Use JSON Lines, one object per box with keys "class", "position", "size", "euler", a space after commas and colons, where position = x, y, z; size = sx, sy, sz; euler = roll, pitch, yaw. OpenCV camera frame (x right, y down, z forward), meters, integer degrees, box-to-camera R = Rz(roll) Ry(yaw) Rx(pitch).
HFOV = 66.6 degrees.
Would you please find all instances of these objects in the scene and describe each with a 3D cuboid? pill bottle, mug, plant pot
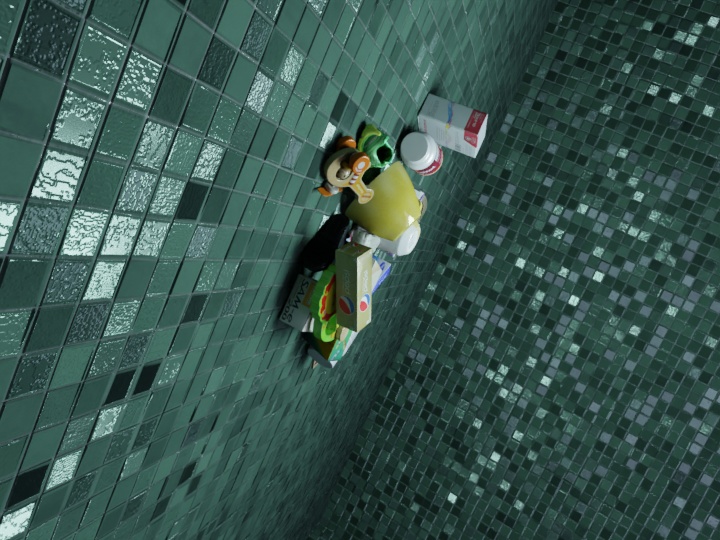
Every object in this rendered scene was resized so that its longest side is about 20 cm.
{"class": "pill bottle", "position": [-0.073, 0.195, 1.708], "size": [0.201, 0.112, 0.114], "euler": [-56, 164, -28]}
{"class": "mug", "position": [0.097, -0.136, 1.582], "size": [0.189, 0.151, 0.149], "euler": [-65, 161, 10]}
{"class": "pill bottle", "position": [0.185, -0.360, 1.680], "size": [0.115, 0.112, 0.200], "euler": [-66, 164, 9]}
{"class": "plant pot", "position": [0.077, -0.164, 1.441], "size": [0.200, 0.142, 0.200], "euler": [-43, 177, -3]}

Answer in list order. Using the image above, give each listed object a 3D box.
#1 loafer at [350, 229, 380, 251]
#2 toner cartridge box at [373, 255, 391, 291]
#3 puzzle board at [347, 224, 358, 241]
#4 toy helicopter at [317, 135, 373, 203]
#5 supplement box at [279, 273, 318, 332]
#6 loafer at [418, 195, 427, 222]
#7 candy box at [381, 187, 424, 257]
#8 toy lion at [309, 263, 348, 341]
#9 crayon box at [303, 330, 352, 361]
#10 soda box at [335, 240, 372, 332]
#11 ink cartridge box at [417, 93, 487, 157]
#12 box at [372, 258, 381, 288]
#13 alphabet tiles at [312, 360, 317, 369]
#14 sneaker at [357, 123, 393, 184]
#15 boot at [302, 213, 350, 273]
{"class": "loafer", "position": [0.008, -0.068, 1.456], "size": [0.200, 0.069, 0.071], "euler": [-7, 118, -77]}
{"class": "toner cartridge box", "position": [0.015, 0.025, 1.766], "size": [0.200, 0.094, 0.044], "euler": [-48, 160, -47]}
{"class": "puzzle board", "position": [-0.051, -0.023, 1.614], "size": [0.151, 0.017, 0.202], "euler": [-52, 160, -41]}
{"class": "toy helicopter", "position": [-0.025, -0.204, 1.261], "size": [0.132, 0.079, 0.200], "euler": [-40, 150, 4]}
{"class": "supplement box", "position": [-0.124, 0.090, 1.428], "size": [0.128, 0.072, 0.200], "euler": [-66, 165, -2]}
{"class": "loafer", "position": [0.195, -0.203, 2.049], "size": [0.068, 0.075, 0.202], "euler": [-56, 164, -46]}
{"class": "candy box", "position": [0.134, -0.166, 1.862], "size": [0.202, 0.071, 0.168], "euler": [-61, 174, -12]}
{"class": "toy lion", "position": [-0.071, 0.081, 1.359], "size": [0.191, 0.068, 0.204], "euler": [-2, 112, -66]}
{"class": "crayon box", "position": [-0.075, 0.142, 1.570], "size": [0.058, 0.118, 0.203], "euler": [5, 114, -50]}
{"class": "soda box", "position": [-0.016, 0.039, 1.303], "size": [0.064, 0.067, 0.204], "euler": [-33, 132, -46]}
{"class": "ink cartridge box", "position": [0.286, -0.452, 1.710], "size": [0.084, 0.197, 0.146], "euler": [-63, 166, -9]}
{"class": "box", "position": [0.000, 0.000, 1.588], "size": [0.079, 0.094, 0.200], "euler": [-62, 171, -4]}
{"class": "alphabet tiles", "position": [-0.101, 0.216, 1.857], "size": [0.200, 0.007, 0.169], "euler": [-49, 159, -47]}
{"class": "sneaker", "position": [0.037, -0.274, 1.368], "size": [0.075, 0.082, 0.201], "euler": [-58, 165, -21]}
{"class": "boot", "position": [-0.081, -0.030, 1.392], "size": [0.164, 0.072, 0.200], "euler": [96, 20, -51]}
